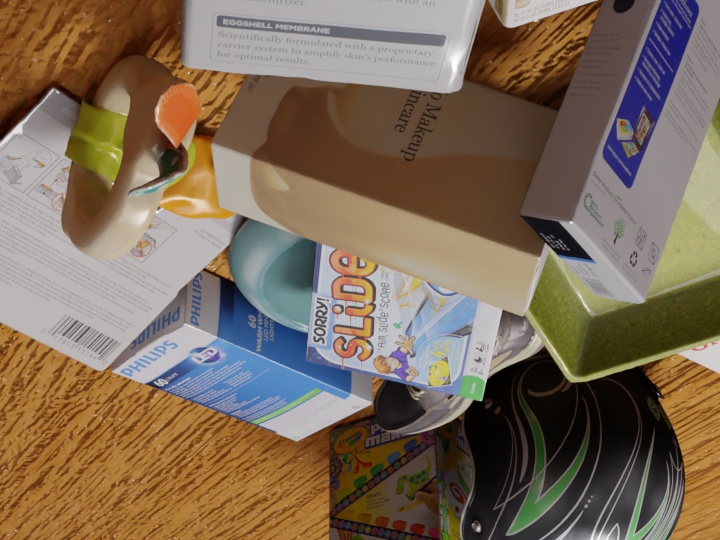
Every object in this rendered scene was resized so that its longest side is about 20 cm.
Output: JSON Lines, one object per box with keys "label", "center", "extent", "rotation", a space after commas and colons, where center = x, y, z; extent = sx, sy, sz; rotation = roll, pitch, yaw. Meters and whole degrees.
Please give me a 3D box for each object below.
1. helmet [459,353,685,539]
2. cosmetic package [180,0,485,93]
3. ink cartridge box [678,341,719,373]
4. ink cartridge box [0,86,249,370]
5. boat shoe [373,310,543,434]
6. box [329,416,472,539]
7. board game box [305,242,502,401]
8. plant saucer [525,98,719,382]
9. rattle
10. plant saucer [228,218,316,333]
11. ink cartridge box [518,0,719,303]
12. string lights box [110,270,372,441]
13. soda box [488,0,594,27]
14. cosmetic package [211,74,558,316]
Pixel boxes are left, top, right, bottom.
{"label": "helmet", "center": [0.183, 0.187, 1.132], "extent": [0.198, 0.192, 0.201], "rotation": [-1, 147, 0]}
{"label": "cosmetic package", "center": [-0.003, -0.212, 0.493], "extent": [0.122, 0.201, 0.201], "rotation": [4, 148, -8]}
{"label": "ink cartridge box", "center": [0.338, 0.028, 0.985], "extent": [0.199, 0.083, 0.146], "rotation": [23, 141, -32]}
{"label": "ink cartridge box", "center": [-0.205, -0.032, 0.924], "extent": [0.176, 0.045, 0.200], "rotation": [-43, 134, 13]}
{"label": "boat shoe", "center": [0.066, 0.070, 1.048], "extent": [0.073, 0.075, 0.200], "rotation": [2, 144, -42]}
{"label": "box", "center": [0.072, 0.262, 1.250], "extent": [0.121, 0.194, 0.200], "rotation": [-19, 143, 26]}
{"label": "board game box", "center": [0.036, -0.005, 0.887], "extent": [0.134, 0.035, 0.201], "rotation": [12, 131, 7]}
{"label": "plant saucer", "center": [0.188, -0.033, 0.876], "extent": [0.199, 0.048, 0.200], "rotation": [-21, 120, 29]}
{"label": "rattle", "center": [-0.095, -0.058, 0.777], "extent": [0.142, 0.131, 0.199], "rotation": [34, 155, -25]}
{"label": "plant saucer", "center": [0.000, 0.000, 0.979], "extent": [0.198, 0.028, 0.201], "rotation": [-4, 147, -3]}
{"label": "ink cartridge box", "center": [0.158, -0.093, 0.722], "extent": [0.039, 0.201, 0.099], "rotation": [11, 160, 42]}
{"label": "string lights box", "center": [-0.095, 0.073, 1.075], "extent": [0.199, 0.059, 0.102], "rotation": [27, 138, -36]}
{"label": "soda box", "center": [0.147, -0.185, 0.608], "extent": [0.198, 0.064, 0.068], "rotation": [-19, 150, -8]}
{"label": "cosmetic package", "center": [0.023, -0.062, 0.762], "extent": [0.198, 0.106, 0.071], "rotation": [18, 152, 8]}
